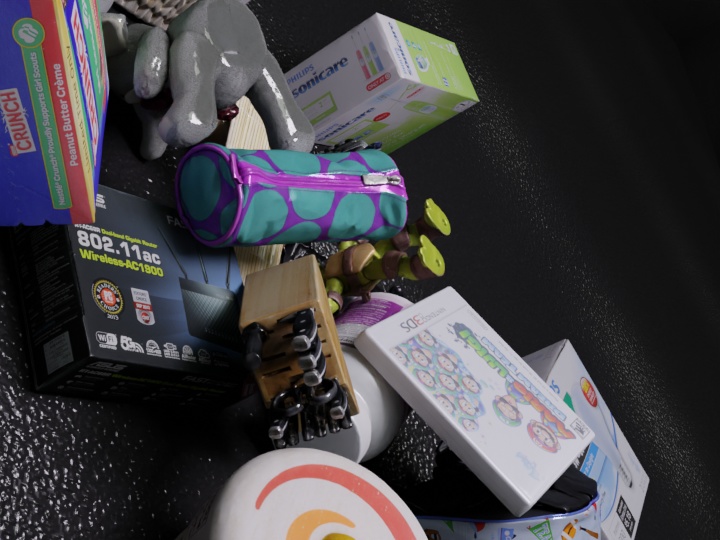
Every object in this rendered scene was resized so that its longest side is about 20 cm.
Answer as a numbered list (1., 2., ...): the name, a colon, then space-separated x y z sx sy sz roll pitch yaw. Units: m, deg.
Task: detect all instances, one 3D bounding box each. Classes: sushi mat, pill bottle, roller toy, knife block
1. sushi mat: -0.100 -0.059 1.084 0.096 0.012 0.201 32 57 -41
2. pill bottle: -0.005 0.104 1.052 0.112 0.112 0.200 57 28 -8
3. roller toy: -0.044 0.223 0.800 0.199 0.140 0.183 -2 54 -41
4. knife block: -0.054 0.042 0.874 0.176 0.064 0.201 73 0 -59

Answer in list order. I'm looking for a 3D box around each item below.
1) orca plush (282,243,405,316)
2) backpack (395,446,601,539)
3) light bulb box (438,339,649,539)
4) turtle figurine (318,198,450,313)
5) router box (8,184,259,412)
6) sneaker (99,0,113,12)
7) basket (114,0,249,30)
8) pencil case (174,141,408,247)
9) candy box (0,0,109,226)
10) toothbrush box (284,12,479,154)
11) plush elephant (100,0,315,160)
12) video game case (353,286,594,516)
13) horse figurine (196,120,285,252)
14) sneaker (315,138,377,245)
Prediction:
1. orca plush: 0.012 0.021 1.203 0.200 0.071 0.105 52 28 -18
2. backpack: 0.124 0.247 1.059 0.200 0.190 0.155 -18 96 -62
3. light bulb box: 0.210 0.216 1.305 0.200 0.125 0.198 59 27 -7
4. turtle figurine: 0.000 0.000 1.077 0.065 0.161 0.200 60 31 -22
5. router box: -0.168 0.022 0.901 0.200 0.062 0.150 17 49 -54
6. sneaker: -0.297 -0.243 0.934 0.099 0.071 0.200 52 32 13
7. basket: -0.169 -0.362 1.118 0.161 0.200 0.199 22 46 -43
8. pencil case: -0.052 -0.064 0.968 0.200 0.092 0.085 -5 74 -44
9. candy box: -0.223 -0.154 0.808 0.200 0.077 0.170 -99 -172 -54
10. toothbrush box: 0.024 -0.210 1.358 0.200 0.145 0.086 2 63 -60
11. plush elephant: -0.163 -0.168 1.010 0.164 0.155 0.201 -9 81 -52
12. video game case: 0.107 0.108 1.039 0.200 0.024 0.182 46 28 12
13. horse figurine: -0.113 -0.126 1.138 0.200 0.050 0.133 59 39 -24
14. sneaker: -0.004 -0.072 1.224 0.200 0.075 0.116 -81 147 -78
